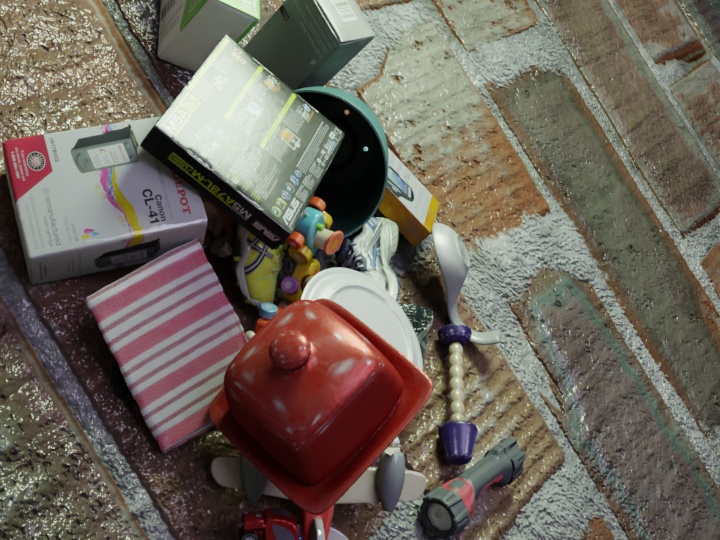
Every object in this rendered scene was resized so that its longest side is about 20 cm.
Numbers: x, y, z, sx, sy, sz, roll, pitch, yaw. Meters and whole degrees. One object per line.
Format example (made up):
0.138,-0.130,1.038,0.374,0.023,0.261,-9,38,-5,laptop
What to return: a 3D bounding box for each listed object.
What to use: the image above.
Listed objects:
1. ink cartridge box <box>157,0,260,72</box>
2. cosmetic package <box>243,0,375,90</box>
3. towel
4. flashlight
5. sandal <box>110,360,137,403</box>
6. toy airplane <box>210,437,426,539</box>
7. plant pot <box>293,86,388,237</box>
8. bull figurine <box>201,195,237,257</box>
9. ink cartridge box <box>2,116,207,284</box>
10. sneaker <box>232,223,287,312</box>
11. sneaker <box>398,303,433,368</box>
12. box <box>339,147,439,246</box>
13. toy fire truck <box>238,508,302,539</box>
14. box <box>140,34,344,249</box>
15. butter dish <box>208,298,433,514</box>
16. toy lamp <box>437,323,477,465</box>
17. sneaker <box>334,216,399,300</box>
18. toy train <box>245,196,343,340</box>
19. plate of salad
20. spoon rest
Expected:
-0.209,-0.396,1.393,0.083,0.145,0.202,17,57,-34,ink cartridge box
-0.083,-0.310,1.419,0.090,0.200,0.107,-27,82,-48,cosmetic package
-0.204,0.084,1.138,0.146,0.030,0.201,-30,104,-24,towel
0.158,0.300,1.386,0.199,0.068,0.068,-20,76,-50,flashlight
-0.191,0.130,1.183,0.199,0.043,0.077,5,64,-40,sandal
-0.046,0.236,1.179,0.200,0.141,0.199,-38,83,-29,toy airplane
-0.053,-0.157,1.366,0.201,0.200,0.161,48,19,-9,plant pot
-0.230,-0.094,1.263,0.199,0.065,0.122,25,56,-26,bull figurine
-0.288,-0.082,1.141,0.198,0.086,0.149,-13,73,-19,ink cartridge box
-0.116,-0.045,1.275,0.075,0.076,0.202,-44,135,-76,sneaker
0.055,0.118,1.399,0.077,0.087,0.200,7,31,8,sneaker
0.034,-0.139,1.516,0.200,0.041,0.119,44,26,-11,box
-0.058,0.359,1.109,0.140,0.049,0.202,-4,87,-11,toy fire truck
-0.130,-0.152,1.178,0.193,0.047,0.201,36,45,-13,box
-0.058,0.113,1.070,0.199,0.148,0.200,36,73,31,butter dish
0.136,0.176,1.439,0.058,0.058,0.202,21,52,-31,toy lamp
0.000,0.000,1.414,0.085,0.077,0.201,24,43,-24,sneaker
-0.076,0.011,1.264,0.055,0.202,0.150,22,23,14,toy train
-0.002,0.090,1.252,0.199,0.048,0.202,25,48,-32,plate of salad
0.145,0.023,1.509,0.201,0.060,0.099,65,17,-11,spoon rest
